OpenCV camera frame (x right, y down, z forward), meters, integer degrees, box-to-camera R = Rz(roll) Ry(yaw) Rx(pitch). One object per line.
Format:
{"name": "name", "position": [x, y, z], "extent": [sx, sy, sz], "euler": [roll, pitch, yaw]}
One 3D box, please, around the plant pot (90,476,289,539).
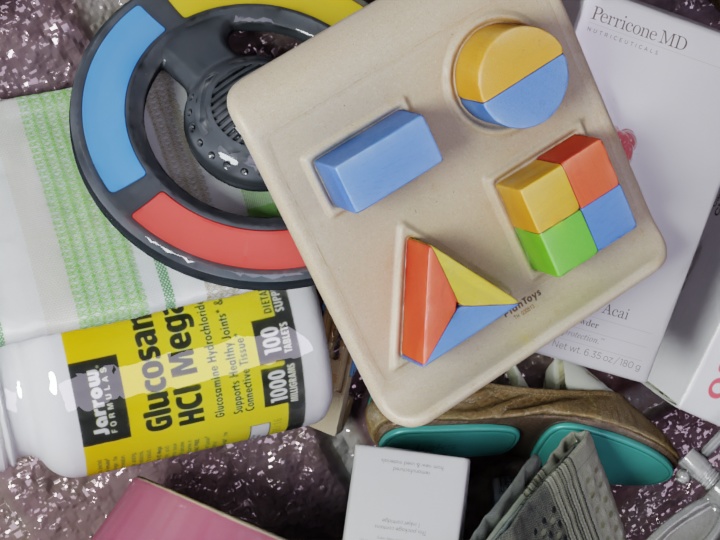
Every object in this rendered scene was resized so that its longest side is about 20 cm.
{"name": "plant pot", "position": [-0.104, 0.222, 1.049], "extent": [0.200, 0.200, 0.179], "euler": [27, 81, -22]}

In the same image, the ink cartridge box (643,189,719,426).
{"name": "ink cartridge box", "position": [0.289, 0.043, 1.162], "extent": [0.200, 0.086, 0.148], "euler": [21, 98, -22]}

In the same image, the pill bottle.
{"name": "pill bottle", "position": [-0.124, 0.050, 1.024], "extent": [0.200, 0.112, 0.113], "euler": [-13, 108, -12]}

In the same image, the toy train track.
{"name": "toy train track", "position": [0.000, 0.000, 1.085], "extent": [0.115, 0.033, 0.200], "euler": [20, 112, 19]}

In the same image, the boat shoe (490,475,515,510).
{"name": "boat shoe", "position": [0.126, 0.224, 1.168], "extent": [0.086, 0.075, 0.202], "euler": [-2, 100, 1]}

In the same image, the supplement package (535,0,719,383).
{"name": "supplement package", "position": [0.125, -0.058, 1.065], "extent": [0.121, 0.120, 0.200], "euler": [16, 100, -19]}

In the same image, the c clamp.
{"name": "c clamp", "position": [0.240, 0.188, 1.071], "extent": [0.171, 0.027, 0.200], "euler": [-39, 78, -5]}

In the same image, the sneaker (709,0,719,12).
{"name": "sneaker", "position": [0.266, -0.181, 1.098], "extent": [0.109, 0.070, 0.200], "euler": [-47, 119, 5]}

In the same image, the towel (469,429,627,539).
{"name": "towel", "position": [0.105, 0.217, 1.060], "extent": [0.193, 0.035, 0.200], "euler": [-42, 120, -42]}

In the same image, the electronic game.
{"name": "electronic game", "position": [-0.054, -0.080, 0.991], "extent": [0.200, 0.042, 0.200], "euler": [4, 61, -8]}

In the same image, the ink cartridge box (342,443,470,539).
{"name": "ink cartridge box", "position": [0.018, 0.208, 1.065], "extent": [0.068, 0.116, 0.200], "euler": [7, 78, 5]}

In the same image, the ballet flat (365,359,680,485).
{"name": "ballet flat", "position": [0.099, 0.083, 1.127], "extent": [0.200, 0.072, 0.068], "euler": [6, 146, -14]}

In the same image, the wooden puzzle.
{"name": "wooden puzzle", "position": [0.054, -0.046, 0.945], "extent": [0.185, 0.046, 0.200], "euler": [-32, 107, -16]}

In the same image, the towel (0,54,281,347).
{"name": "towel", "position": [-0.126, -0.037, 1.001], "extent": [0.200, 0.149, 0.031], "euler": [-11, 152, -15]}
